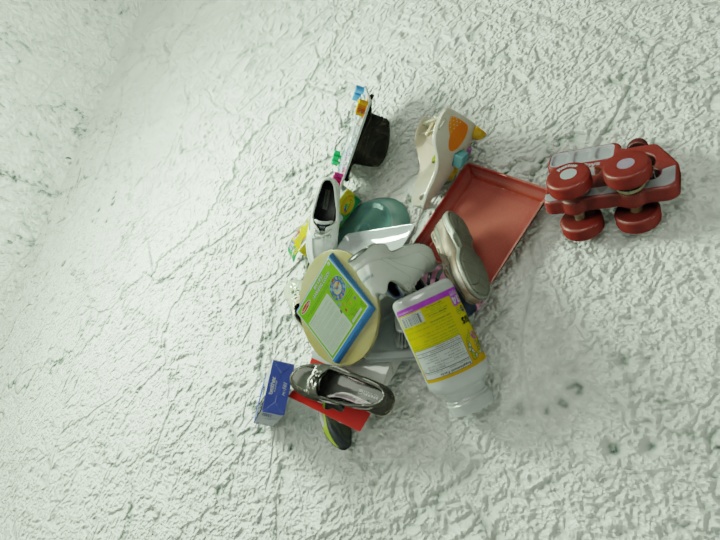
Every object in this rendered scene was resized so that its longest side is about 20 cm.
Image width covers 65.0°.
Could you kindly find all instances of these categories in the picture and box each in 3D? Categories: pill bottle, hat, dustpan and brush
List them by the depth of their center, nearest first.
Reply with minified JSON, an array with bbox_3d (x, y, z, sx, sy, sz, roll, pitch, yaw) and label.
[{"bbox_3d":[0.134,0.122,0.886,0.104,0.104,0.201,-26,86,26],"label":"pill bottle"},{"bbox_3d":[0.073,0.064,1.003,0.138,0.058,0.201,-5,40,7],"label":"dustpan and brush"},{"bbox_3d":[0.023,-0.289,1.275,0.201,0.080,0.202,-163,90,-78],"label":"hat"}]

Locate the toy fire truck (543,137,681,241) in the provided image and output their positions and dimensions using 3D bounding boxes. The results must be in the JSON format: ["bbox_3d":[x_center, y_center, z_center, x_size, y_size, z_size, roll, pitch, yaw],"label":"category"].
[{"bbox_3d":[0.388,-0.147,0.886,0.199,0.112,0.169,-7,43,35],"label":"toy fire truck"}]

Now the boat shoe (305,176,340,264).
[{"bbox_3d":[-0.080,-0.094,1.173,0.073,0.065,0.202,1,94,1],"label":"boat shoe"}]

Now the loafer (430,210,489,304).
[{"bbox_3d":[0.167,-0.015,0.970,0.063,0.072,0.201,-45,36,33],"label":"loafer"}]

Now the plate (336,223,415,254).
[{"bbox_3d":[0.000,0.000,1.082,0.199,0.032,0.200,-6,44,47],"label":"plate"}]

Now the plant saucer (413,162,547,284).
[{"bbox_3d":[0.219,-0.084,1.031,0.199,0.037,0.201,32,88,46],"label":"plant saucer"}]

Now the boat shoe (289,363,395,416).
[{"bbox_3d":[-0.037,0.192,0.948,0.198,0.057,0.067,11,68,22],"label":"boat shoe"}]

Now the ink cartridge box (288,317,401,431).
[{"bbox_3d":[-0.019,0.163,1.009,0.160,0.050,0.200,18,53,29],"label":"ink cartridge box"}]

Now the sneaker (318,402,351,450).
[{"bbox_3d":[-0.025,0.224,1.034,0.080,0.074,0.202,-16,58,29],"label":"sneaker"}]

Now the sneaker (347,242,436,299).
[{"bbox_3d":[0.062,0.005,0.928,0.074,0.199,0.088,-37,70,39],"label":"sneaker"}]

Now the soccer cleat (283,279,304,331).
[{"bbox_3d":[-0.120,0.073,1.196,0.069,0.077,0.200,-48,45,7],"label":"soccer cleat"}]

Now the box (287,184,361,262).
[{"bbox_3d":[-0.087,-0.102,1.267,0.200,0.048,0.117,-49,22,4],"label":"box"}]

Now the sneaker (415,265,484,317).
[{"bbox_3d":[0.148,0.023,1.023,0.081,0.071,0.200,-24,41,-9],"label":"sneaker"}]

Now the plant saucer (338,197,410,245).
[{"bbox_3d":[0.013,-0.075,1.201,0.199,0.036,0.202,-20,55,30],"label":"plant saucer"}]

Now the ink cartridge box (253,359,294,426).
[{"bbox_3d":[-0.168,0.240,1.082,0.200,0.044,0.095,123,159,-65],"label":"ink cartridge box"}]

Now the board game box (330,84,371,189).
[{"bbox_3d":[-0.026,-0.301,1.259,0.200,0.026,0.201,-97,26,-64],"label":"board game box"}]

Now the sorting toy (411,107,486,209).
[{"bbox_3d":[0.150,-0.207,1.110,0.200,0.106,0.181,-113,47,-78],"label":"sorting toy"}]

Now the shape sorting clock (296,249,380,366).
[{"bbox_3d":[-0.039,0.064,0.983,0.199,0.039,0.202,6,100,41],"label":"shape sorting clock"}]
